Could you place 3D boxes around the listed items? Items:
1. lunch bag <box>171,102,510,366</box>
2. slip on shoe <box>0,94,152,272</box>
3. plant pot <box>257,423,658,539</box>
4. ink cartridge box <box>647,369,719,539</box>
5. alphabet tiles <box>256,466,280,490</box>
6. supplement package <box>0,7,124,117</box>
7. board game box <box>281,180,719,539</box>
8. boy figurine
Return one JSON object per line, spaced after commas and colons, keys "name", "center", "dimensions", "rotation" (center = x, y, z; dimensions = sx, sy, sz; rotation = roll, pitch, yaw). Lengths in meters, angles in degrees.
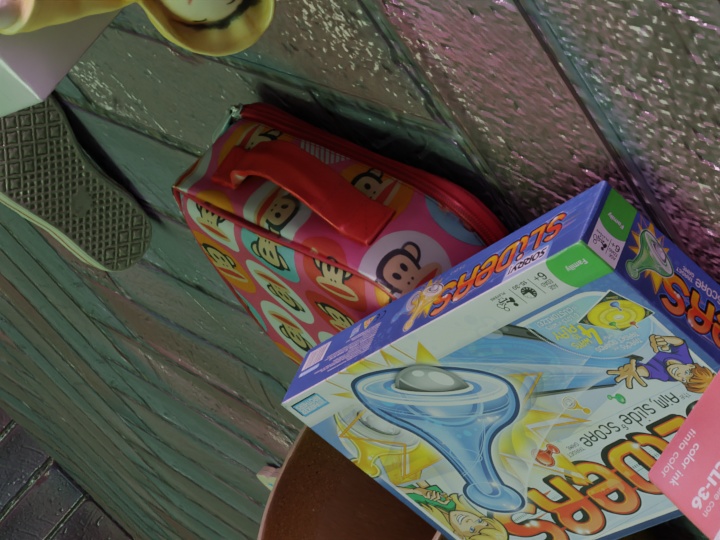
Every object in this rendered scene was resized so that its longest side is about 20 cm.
{"name": "lunch bag", "center": [0.000, 0.000, 0.938], "dimensions": [0.200, 0.082, 0.176], "rotation": [26, 159, 46]}
{"name": "slip on shoe", "center": [-0.214, -0.071, 1.320], "dimensions": [0.061, 0.074, 0.200], "rotation": [31, 167, 45]}
{"name": "plant pot", "center": [0.076, 0.155, 1.073], "dimensions": [0.200, 0.187, 0.186], "rotation": [30, 172, -26]}
{"name": "ink cartridge box", "center": [0.195, 0.108, 0.619], "dimensions": [0.116, 0.068, 0.200], "rotation": [24, -166, -39]}
{"name": "alphabet tiles", "center": [-0.012, 0.253, 1.868], "dimensions": [0.200, 0.015, 0.196], "rotation": [44, 166, -9]}
{"name": "supplement package", "center": [-0.190, -0.135, 0.874], "dimensions": [0.117, 0.117, 0.200], "rotation": [48, 149, -21]}
{"name": "board game box", "center": [0.076, 0.053, 0.811], "dimensions": [0.135, 0.035, 0.200], "rotation": [39, 141, -16]}
{"name": "boy figurine", "center": [-0.098, -0.127, 0.745], "dimensions": [0.065, 0.124, 0.200], "rotation": [55, -168, 23]}
